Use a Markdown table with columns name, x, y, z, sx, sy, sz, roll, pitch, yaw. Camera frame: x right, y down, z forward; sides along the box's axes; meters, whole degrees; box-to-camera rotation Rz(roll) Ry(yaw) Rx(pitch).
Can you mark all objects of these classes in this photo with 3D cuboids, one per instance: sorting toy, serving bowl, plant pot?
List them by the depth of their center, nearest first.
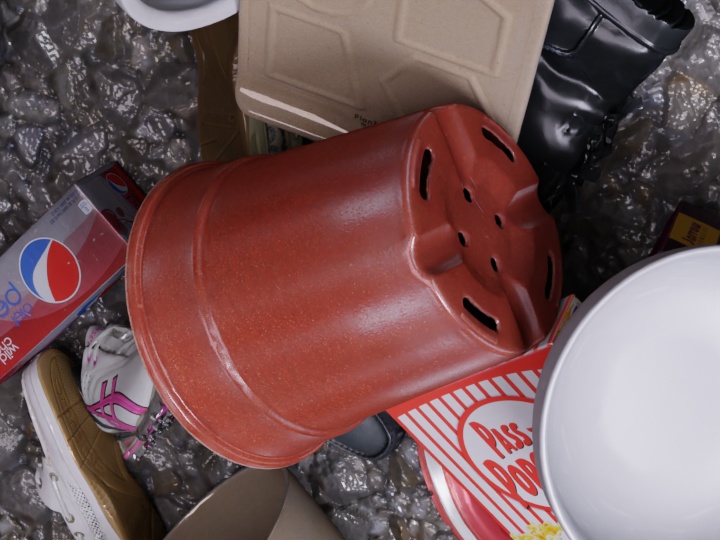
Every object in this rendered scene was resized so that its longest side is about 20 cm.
| name | x | y | z | sx | sy | sz | roll | pitch | yaw |
| --- | --- | --- | --- | --- | --- | --- | --- | --- | --- |
| serving bowl | 0.183 | 0.080 | 0.878 | 0.200 | 0.066 | 0.200 | -3 | 99 | -15 |
| sorting toy | 0.016 | -0.144 | 0.922 | 0.185 | 0.036 | 0.200 | 21 | 142 | 8 |
| plant pot | 0.000 | 0.000 | 0.928 | 0.195 | 0.201 | 0.201 | -20 | 103 | 37 |
| plant pot | -0.050 | 0.274 | 1.137 | 0.187 | 0.187 | 0.200 | -37 | 108 | 27 |

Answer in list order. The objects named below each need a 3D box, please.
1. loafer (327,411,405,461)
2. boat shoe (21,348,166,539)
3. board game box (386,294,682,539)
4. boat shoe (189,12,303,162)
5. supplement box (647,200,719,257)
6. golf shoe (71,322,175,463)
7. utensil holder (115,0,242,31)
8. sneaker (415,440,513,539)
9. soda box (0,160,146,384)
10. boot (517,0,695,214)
| name | x | y | z | sx | sy | sz | roll | pitch | yaw |
| --- | --- | --- | --- | --- | --- | --- | --- | --- | --- |
| loafer | -0.058 | 0.072 | 1.109 | 0.200 | 0.070 | 0.068 | 37 | 118 | 3 |
| boat shoe | -0.219 | 0.157 | 1.197 | 0.069 | 0.071 | 0.200 | -16 | 105 | 23 |
| board game box | 0.135 | 0.118 | 0.982 | 0.200 | 0.046 | 0.151 | 46 | 138 | -16 |
| boat shoe | -0.071 | -0.152 | 1.040 | 0.073 | 0.063 | 0.200 | 24 | 119 | 44 |
| supplement box | 0.262 | 0.050 | 0.967 | 0.200 | 0.110 | 0.086 | 28 | 116 | 7 |
| golf shoe | -0.163 | 0.075 | 1.102 | 0.092 | 0.073 | 0.200 | 44 | 152 | -1 |
| utensil holder | -0.134 | -0.267 | 0.926 | 0.200 | 0.170 | 0.170 | 44 | 120 | 24 |
| sneaker | 0.099 | 0.102 | 1.063 | 0.115 | 0.078 | 0.200 | -18 | 104 | 25 |
| soda box | -0.233 | 0.010 | 1.150 | 0.200 | 0.063 | 0.070 | -39 | 93 | 28 |
| boot | 0.094 | -0.142 | 0.979 | 0.198 | 0.073 | 0.163 | 38 | 123 | 4 |
